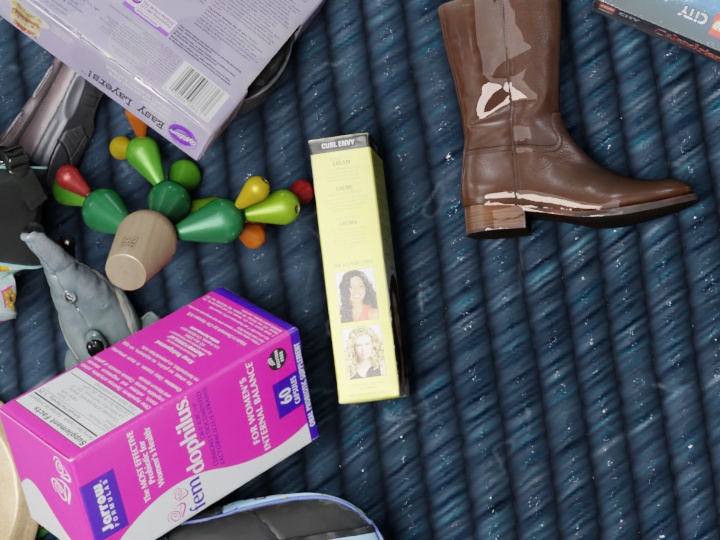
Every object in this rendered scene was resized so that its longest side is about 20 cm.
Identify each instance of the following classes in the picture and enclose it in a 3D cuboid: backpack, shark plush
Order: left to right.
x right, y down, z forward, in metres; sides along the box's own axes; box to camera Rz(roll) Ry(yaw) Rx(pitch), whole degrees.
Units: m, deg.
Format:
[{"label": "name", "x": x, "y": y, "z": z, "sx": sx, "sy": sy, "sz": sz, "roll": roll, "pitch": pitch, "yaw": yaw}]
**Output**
[{"label": "backpack", "x": -0.350, "y": -0.030, "z": 1.180, "sx": 0.200, "sy": 0.176, "sz": 0.154, "roll": 9, "pitch": 95, "yaw": 42}, {"label": "shark plush", "x": -0.189, "y": 0.039, "z": 1.175, "sx": 0.091, "sy": 0.083, "sz": 0.200, "roll": -12, "pitch": 130, "yaw": -4}, {"label": "backpack", "x": -0.073, "y": 0.251, "z": 1.161, "sx": 0.200, "sy": 0.135, "sz": 0.183, "roll": -13, "pitch": 85, "yaw": -5}]

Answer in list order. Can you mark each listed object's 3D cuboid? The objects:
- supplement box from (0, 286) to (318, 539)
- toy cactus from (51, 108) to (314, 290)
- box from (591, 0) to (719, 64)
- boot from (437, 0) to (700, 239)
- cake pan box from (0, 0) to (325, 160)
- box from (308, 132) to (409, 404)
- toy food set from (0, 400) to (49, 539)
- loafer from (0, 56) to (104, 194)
[{"label": "supplement box", "x": -0.141, "y": 0.109, "z": 1.134, "sx": 0.200, "sy": 0.103, "sz": 0.101, "roll": -29, "pitch": 125, "yaw": -30}, {"label": "toy cactus", "x": -0.145, "y": -0.047, "z": 1.182, "sx": 0.200, "sy": 0.165, "sz": 0.102, "roll": 14, "pitch": 123, "yaw": 5}, {"label": "box", "x": 0.296, "y": -0.227, "z": 1.211, "sx": 0.200, "sy": 0.038, "sz": 0.137, "roll": 24, "pitch": 88, "yaw": 7}, {"label": "boot", "x": 0.158, "y": -0.132, "z": 1.210, "sx": 0.186, "sy": 0.064, "sz": 0.201, "roll": -5, "pitch": 81, "yaw": 3}, {"label": "cake pan box", "x": -0.141, "y": -0.205, "z": 1.191, "sx": 0.200, "sy": 0.052, "sz": 0.184, "roll": 35, "pitch": 60, "yaw": -3}, {"label": "box", "x": 0.000, "y": 0.000, "z": 1.205, "sx": 0.050, "sy": 0.075, "sz": 0.201, "roll": -8, "pitch": 86, "yaw": 7}, {"label": "toy food set", "x": -0.342, "y": 0.181, "z": 1.236, "sx": 0.200, "sy": 0.049, "sz": 0.198, "roll": -36, "pitch": 84, "yaw": 1}, {"label": "loafer", "x": -0.227, "y": -0.161, "z": 1.241, "sx": 0.063, "sy": 0.072, "sz": 0.200, "roll": 25, "pitch": 87, "yaw": 15}]
